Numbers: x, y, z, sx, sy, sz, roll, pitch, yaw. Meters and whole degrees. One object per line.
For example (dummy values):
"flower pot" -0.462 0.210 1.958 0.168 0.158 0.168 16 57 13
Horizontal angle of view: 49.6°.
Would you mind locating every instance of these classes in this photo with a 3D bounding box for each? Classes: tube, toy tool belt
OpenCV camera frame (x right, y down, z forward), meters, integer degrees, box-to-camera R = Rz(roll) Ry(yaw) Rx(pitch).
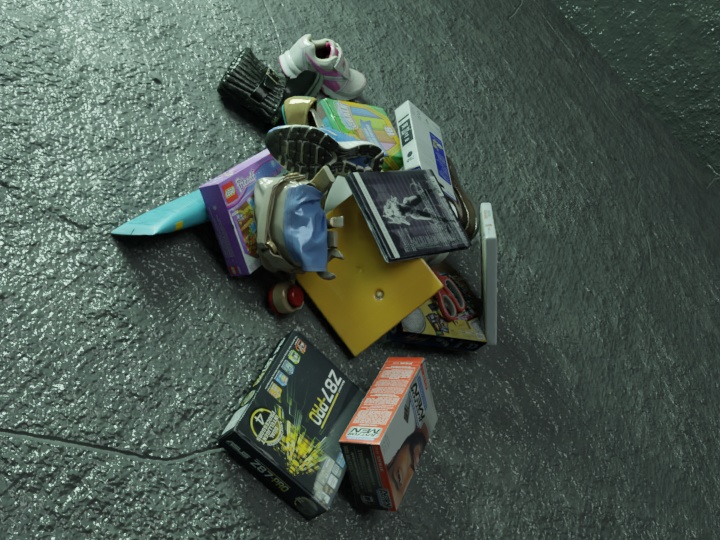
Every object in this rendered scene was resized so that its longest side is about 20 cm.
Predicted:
"tube" -0.249 -0.080 1.092 0.200 0.077 0.051 -32 115 -55
"toy tool belt" -0.081 -0.041 1.114 0.124 0.122 0.203 -3 87 -60

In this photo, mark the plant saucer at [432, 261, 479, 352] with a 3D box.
"plant saucer" 0.144 0.052 1.401 0.199 0.029 0.202 26 43 -26

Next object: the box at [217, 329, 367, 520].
"box" -0.078 0.198 1.030 0.161 0.049 0.201 45 37 -12

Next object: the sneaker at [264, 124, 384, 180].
"sneaker" -0.063 -0.180 1.189 0.198 0.079 0.089 7 15 -39

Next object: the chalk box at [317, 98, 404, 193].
"chalk box" -0.036 -0.212 1.370 0.199 0.124 0.125 -5 61 -46

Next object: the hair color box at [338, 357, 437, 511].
"hair color box" 0.044 0.220 1.078 0.200 0.063 0.112 -51 133 -54

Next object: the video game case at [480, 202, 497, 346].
"video game case" 0.227 0.003 1.388 0.023 0.202 0.182 -1 22 7

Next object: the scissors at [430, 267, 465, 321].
"scissors" 0.111 -0.002 1.289 0.201 0.014 0.073 54 41 -14

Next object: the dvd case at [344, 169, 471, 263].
"dvd case" 0.078 -0.089 1.208 0.199 0.016 0.150 -10 68 -46

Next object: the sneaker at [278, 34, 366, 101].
"sneaker" -0.059 -0.402 1.541 0.198 0.088 0.082 9 52 -41

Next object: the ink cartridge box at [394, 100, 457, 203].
"ink cartridge box" 0.115 -0.205 1.392 0.099 0.039 0.202 33 36 -37

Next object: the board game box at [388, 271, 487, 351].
"board game box" 0.116 0.061 1.312 0.198 0.035 0.137 11 51 -39

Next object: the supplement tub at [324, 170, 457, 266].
"supplement tub" 0.052 -0.087 1.321 0.198 0.144 0.146 15 48 -31

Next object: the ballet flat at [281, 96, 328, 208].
"ballet flat" -0.077 -0.182 1.261 0.069 0.062 0.202 -48 128 -63

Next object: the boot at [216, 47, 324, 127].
"boot" -0.156 -0.337 1.394 0.157 0.080 0.212 34 35 -12

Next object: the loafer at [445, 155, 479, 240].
"loafer" 0.155 -0.134 1.454 0.070 0.073 0.201 8 47 -41

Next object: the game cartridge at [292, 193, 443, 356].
"game cartridge" 0.000 0.000 1.198 0.201 0.176 0.032 53 -1 5

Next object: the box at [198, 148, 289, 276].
"box" -0.150 -0.095 1.169 0.200 0.039 0.138 -44 123 -55
